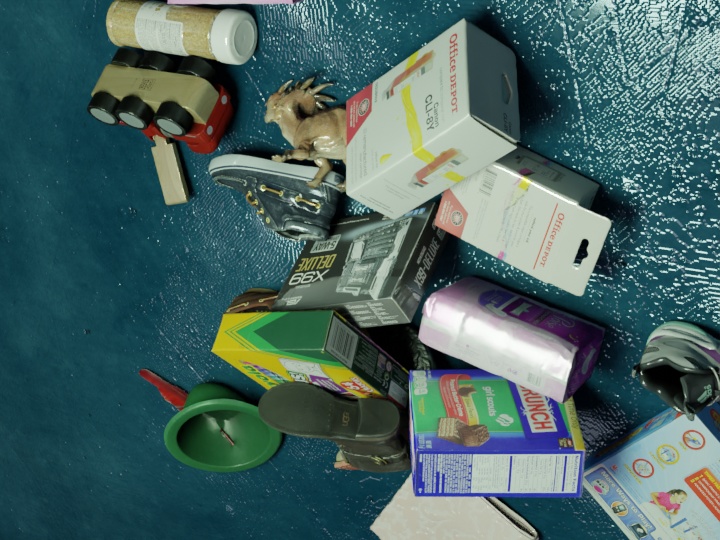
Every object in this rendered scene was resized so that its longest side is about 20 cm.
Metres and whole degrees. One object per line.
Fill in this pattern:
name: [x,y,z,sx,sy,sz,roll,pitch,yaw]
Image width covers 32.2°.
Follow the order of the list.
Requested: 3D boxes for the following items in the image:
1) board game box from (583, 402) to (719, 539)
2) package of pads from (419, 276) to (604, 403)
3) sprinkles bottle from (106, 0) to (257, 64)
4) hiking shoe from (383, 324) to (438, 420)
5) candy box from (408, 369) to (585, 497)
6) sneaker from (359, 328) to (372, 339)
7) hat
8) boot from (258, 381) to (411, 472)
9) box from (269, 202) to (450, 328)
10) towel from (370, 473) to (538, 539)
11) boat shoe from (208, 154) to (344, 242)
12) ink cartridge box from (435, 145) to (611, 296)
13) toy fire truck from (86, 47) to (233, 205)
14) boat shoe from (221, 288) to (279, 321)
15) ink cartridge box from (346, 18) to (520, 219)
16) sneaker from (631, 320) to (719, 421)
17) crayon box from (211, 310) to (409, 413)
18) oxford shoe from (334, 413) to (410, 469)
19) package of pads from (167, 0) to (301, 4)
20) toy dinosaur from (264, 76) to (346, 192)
board game box: [0.401,0.272,1.517,0.200,0.056,0.196,50,130,1]
package of pads: [0.181,0.078,1.501,0.200,0.120,0.076,23,114,22]
sprinkles bottle: [-0.232,-0.310,1.608,0.200,0.068,0.068,13,121,27]
hiking shoe: [0.087,0.169,1.653,0.074,0.087,0.200,-23,77,17]
candy box: [0.161,0.194,1.510,0.200,0.169,0.077,0,120,-1]
sneaker: [-0.056,0.145,1.733,0.200,0.076,0.088,-22,103,40]
hat: [-0.221,0.188,1.901,0.200,0.176,0.166,15,129,-20]
boot: [-0.024,0.215,1.602,0.200,0.069,0.174,9,154,12]
box: [0.000,0.000,1.557,0.200,0.158,0.050,-7,133,40]
towel: [0.128,0.368,1.761,0.191,0.032,0.200,41,129,9]
boat shoe: [-0.121,-0.094,1.626,0.200,0.071,0.091,9,78,27]
ink cartridge box: [0.199,-0.068,1.460,0.200,0.067,0.117,29,127,19]
toy fire truck: [-0.248,-0.183,1.671,0.176,0.129,0.200,11,159,29]
boat shoe: [-0.100,0.063,1.722,0.200,0.070,0.070,-4,111,33]
ink cartridge box: [0.078,-0.171,1.425,0.083,0.145,0.200,26,140,-35]
sneaker: [0.400,0.129,1.385,0.200,0.140,0.078,10,119,29]
crayon box: [-0.058,0.118,1.572,0.172,0.058,0.200,-4,150,34]
oxford shoe: [0.027,0.231,1.745,0.200,0.071,0.074,-33,58,47]
package of pads: [-0.154,-0.387,1.512,0.200,0.076,0.121,7,119,30]
toy dinosaur: [-0.033,-0.176,1.551,0.200,0.136,0.086,8,161,5]
